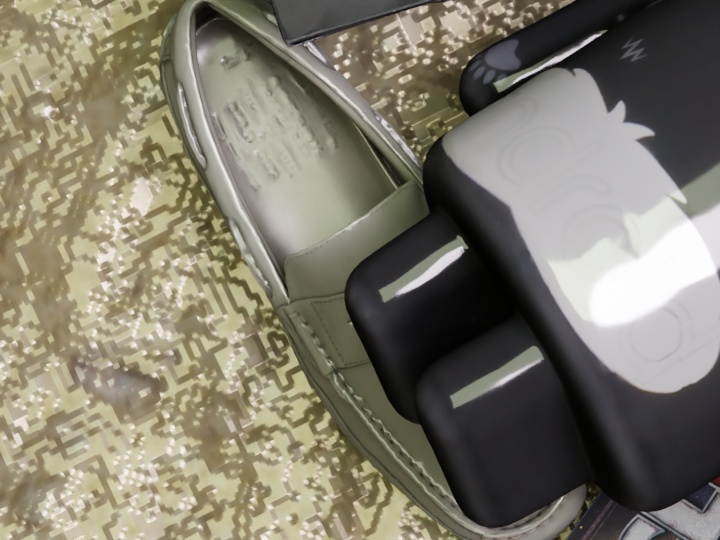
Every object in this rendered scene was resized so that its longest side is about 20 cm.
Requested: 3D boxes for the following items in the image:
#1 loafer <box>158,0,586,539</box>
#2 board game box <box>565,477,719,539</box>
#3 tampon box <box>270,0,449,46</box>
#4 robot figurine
[{"bbox_3d":[0.000,0.000,0.818,0.070,0.070,0.200,-37,80,0],"label":"loafer"},{"bbox_3d":[0.129,0.099,0.786,0.135,0.035,0.200,34,86,33],"label":"board game box"},{"bbox_3d":[0.009,-0.184,0.771,0.125,0.150,0.201,-16,102,1],"label":"tampon box"},{"bbox_3d":[0.097,-0.011,0.747,0.199,0.125,0.151,-32,93,-5],"label":"robot figurine"}]
